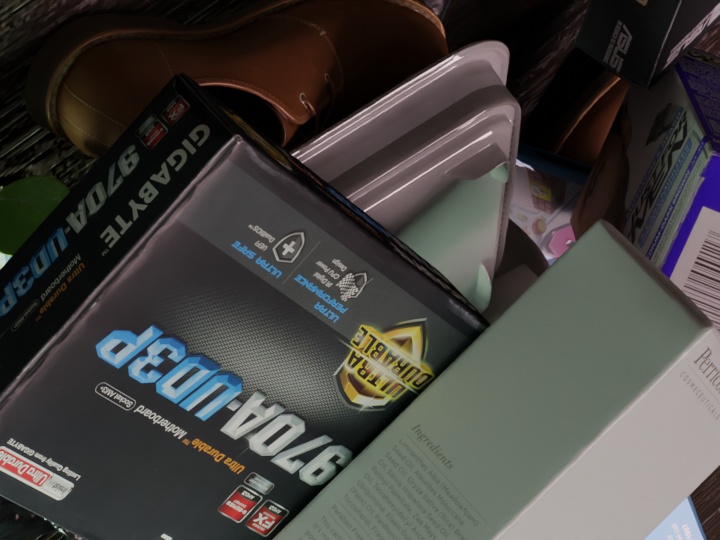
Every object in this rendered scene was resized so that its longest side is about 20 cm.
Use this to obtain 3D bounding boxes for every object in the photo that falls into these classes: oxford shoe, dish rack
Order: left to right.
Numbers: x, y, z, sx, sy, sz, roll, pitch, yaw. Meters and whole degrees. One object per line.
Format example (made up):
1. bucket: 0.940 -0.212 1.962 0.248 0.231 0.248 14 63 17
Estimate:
1. oxford shoe: -0.034 -0.068 1.199 0.199 0.071 0.072 -14 127 -38
2. dish rack: 0.000 0.000 1.251 0.171 0.044 0.200 -33 160 -15
3. oxford shoe: 0.124 -0.028 1.578 0.071 0.071 0.201 -19 141 -48

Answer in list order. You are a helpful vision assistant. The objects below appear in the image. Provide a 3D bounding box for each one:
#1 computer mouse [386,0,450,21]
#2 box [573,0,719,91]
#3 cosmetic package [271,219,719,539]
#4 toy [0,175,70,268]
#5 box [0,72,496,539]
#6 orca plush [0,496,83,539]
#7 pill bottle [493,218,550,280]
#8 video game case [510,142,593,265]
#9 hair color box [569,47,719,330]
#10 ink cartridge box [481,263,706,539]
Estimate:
1. computer mouse: 0.026 -0.124 1.286 0.140 0.046 0.201 -5 125 -34
2. box: 0.187 -0.196 1.385 0.200 0.043 0.161 -43 162 -36
3. cosmetic package: 0.061 0.087 1.189 0.200 0.071 0.101 -45 148 1
4. toy: -0.102 0.039 1.187 0.200 0.114 0.047 68 33 -50
5. box: -0.057 0.034 1.124 0.159 0.046 0.200 -47 142 5
6. orca plush: -0.145 0.109 1.317 0.105 0.071 0.200 -47 157 -5
7. pill bottle: 0.002 0.060 1.451 0.115 0.116 0.201 -12 137 -55
8. video game case: 0.095 0.011 1.533 0.199 0.018 0.144 17 117 -28
9. hair color box: 0.153 -0.028 1.393 0.200 0.064 0.110 -92 -156 -72
10. ink cartridge box: 0.033 0.116 1.327 0.199 0.125 0.129 -30 122 -10
